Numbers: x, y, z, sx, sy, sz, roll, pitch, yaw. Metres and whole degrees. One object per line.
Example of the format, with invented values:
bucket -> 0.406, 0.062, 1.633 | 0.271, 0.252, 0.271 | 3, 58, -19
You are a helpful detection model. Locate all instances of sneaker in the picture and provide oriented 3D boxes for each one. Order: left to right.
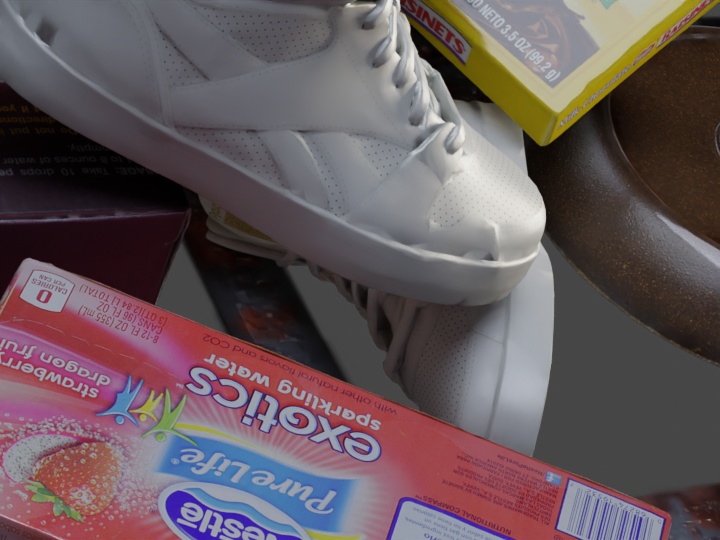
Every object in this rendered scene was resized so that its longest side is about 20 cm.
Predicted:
sneaker -> 0.000, 0.000, 0.977 | 0.115, 0.074, 0.200 | 11, 30, -12
sneaker -> 0.001, -0.068, 0.848 | 0.200, 0.116, 0.074 | 25, 28, -34

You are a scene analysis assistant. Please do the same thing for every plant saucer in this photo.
plant saucer -> 0.157, -0.033, 1.117 | 0.200, 0.032, 0.200 | 14, 40, -12

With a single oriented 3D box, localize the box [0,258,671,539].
box -> -0.027, 0.094, 0.807 | 0.200, 0.095, 0.103 | 21, 39, -1

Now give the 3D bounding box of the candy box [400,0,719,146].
candy box -> 0.031, -0.143, 1.058 | 0.200, 0.026, 0.102 | 44, 61, 13

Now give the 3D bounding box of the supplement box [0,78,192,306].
supplement box -> -0.134, -0.045, 0.925 | 0.086, 0.110, 0.200 | -2, 45, -27
